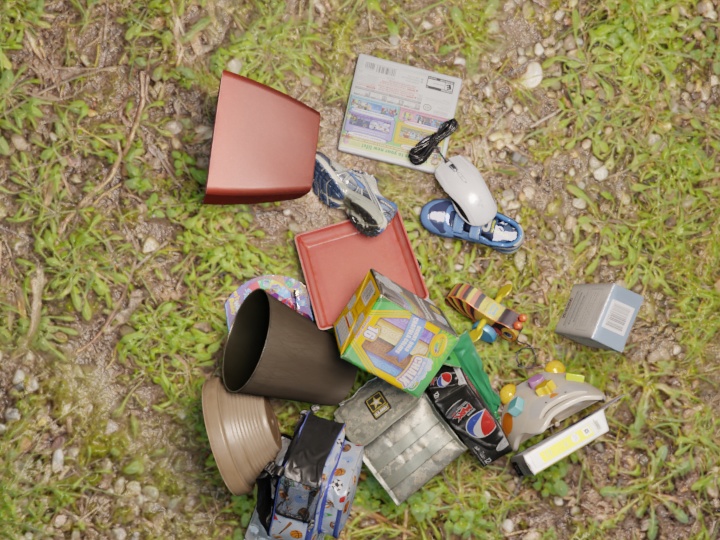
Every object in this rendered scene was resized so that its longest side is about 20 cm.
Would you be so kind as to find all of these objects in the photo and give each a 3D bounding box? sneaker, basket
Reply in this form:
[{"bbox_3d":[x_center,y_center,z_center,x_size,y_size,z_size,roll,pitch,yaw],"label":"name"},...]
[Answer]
[{"bbox_3d":[0.206,-0.085,1.414,0.198,0.082,0.075,14,89,-1],"label":"sneaker"},{"bbox_3d":[-0.015,-0.147,1.413,0.200,0.077,0.085,45,55,12],"label":"sneaker"},{"bbox_3d":[-0.114,0.148,1.333,0.199,0.135,0.182,25,58,-33],"label":"basket"}]

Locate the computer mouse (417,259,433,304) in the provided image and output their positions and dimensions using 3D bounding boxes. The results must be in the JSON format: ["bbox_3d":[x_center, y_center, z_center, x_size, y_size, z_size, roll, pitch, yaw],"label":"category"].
[{"bbox_3d":[0.114,0.088,1.415,0.109,0.044,0.201,-36,91,-4],"label":"computer mouse"}]

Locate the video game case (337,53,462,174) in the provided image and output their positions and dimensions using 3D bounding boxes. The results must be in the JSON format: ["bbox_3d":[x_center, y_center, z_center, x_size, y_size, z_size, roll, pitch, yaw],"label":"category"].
[{"bbox_3d":[0.073,-0.287,1.442,0.198,0.022,0.184,13,88,-4],"label":"video game case"}]

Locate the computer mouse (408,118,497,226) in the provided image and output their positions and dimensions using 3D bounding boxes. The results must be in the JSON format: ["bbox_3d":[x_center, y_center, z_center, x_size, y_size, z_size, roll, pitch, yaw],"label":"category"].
[{"bbox_3d":[0.174,-0.170,1.386,0.109,0.044,0.201,-33,72,-4],"label":"computer mouse"}]

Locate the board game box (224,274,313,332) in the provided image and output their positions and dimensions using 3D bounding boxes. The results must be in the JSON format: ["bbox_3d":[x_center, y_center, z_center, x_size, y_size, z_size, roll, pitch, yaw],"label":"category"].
[{"bbox_3d":[-0.161,0.109,1.408,0.156,0.039,0.202,-8,89,-3],"label":"board game box"}]

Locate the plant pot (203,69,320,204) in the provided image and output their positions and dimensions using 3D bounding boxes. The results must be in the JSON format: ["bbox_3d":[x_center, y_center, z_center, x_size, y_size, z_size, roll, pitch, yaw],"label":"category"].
[{"bbox_3d":[-0.170,-0.208,1.349,0.174,0.200,0.202,8,88,-12],"label":"plant pot"}]

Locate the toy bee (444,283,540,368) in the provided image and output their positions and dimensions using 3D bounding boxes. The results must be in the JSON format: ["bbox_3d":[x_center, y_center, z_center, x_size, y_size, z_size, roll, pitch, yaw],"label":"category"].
[{"bbox_3d":[0.252,0.082,1.396,0.198,0.109,0.132,18,69,-6],"label":"toy bee"}]

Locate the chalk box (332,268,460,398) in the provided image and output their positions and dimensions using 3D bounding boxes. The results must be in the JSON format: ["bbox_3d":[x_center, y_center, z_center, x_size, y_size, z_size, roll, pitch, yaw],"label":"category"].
[{"bbox_3d":[0.073,0.112,1.279,0.199,0.125,0.124,31,103,-17],"label":"chalk box"}]

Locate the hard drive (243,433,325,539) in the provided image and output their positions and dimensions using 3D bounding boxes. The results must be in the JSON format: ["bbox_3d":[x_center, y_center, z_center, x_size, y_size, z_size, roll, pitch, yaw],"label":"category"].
[{"bbox_3d":[-0.113,0.413,1.405,0.139,0.038,0.202,21,88,-2],"label":"hard drive"}]

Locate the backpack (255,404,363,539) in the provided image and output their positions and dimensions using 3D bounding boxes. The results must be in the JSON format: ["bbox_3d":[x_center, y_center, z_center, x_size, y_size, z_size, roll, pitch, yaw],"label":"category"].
[{"bbox_3d":[-0.081,0.359,1.297,0.153,0.200,0.192,25,119,7],"label":"backpack"}]

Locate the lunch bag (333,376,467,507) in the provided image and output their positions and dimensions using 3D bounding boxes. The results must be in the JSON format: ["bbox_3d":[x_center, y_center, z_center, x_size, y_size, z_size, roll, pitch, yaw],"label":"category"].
[{"bbox_3d":[0.067,0.278,1.381,0.164,0.118,0.201,-38,85,0],"label":"lunch bag"}]

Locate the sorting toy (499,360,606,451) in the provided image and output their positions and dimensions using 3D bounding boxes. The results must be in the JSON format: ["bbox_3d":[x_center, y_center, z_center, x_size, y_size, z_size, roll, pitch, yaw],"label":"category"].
[{"bbox_3d":[0.340,0.235,1.363,0.199,0.180,0.108,-27,90,-4],"label":"sorting toy"}]

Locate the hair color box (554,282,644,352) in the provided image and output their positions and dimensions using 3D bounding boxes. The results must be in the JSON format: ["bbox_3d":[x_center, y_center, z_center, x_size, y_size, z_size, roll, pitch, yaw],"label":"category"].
[{"bbox_3d":[0.411,0.079,1.361,0.060,0.200,0.100,24,87,-3],"label":"hair color box"}]

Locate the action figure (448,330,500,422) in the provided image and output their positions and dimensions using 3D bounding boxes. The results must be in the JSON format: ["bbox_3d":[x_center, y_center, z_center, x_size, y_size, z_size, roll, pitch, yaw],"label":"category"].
[{"bbox_3d":[0.192,0.206,1.397,0.118,0.055,0.200,-35,113,10],"label":"action figure"}]

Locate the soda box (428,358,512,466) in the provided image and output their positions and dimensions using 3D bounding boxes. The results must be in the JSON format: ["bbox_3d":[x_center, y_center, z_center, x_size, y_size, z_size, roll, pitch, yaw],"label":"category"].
[{"bbox_3d":[0.188,0.248,1.345,0.063,0.071,0.200,-31,124,8],"label":"soda box"}]

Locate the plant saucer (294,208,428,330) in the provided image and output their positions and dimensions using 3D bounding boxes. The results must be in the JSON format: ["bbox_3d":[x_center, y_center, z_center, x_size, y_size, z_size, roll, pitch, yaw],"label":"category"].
[{"bbox_3d":[0.000,0.000,1.388,0.198,0.037,0.201,-16,61,-4],"label":"plant saucer"}]

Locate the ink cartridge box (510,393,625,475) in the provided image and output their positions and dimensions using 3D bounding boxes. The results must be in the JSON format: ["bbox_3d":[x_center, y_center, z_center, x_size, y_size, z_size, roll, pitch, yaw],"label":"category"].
[{"bbox_3d":[0.363,0.291,1.354,0.199,0.198,0.047,-27,73,-3],"label":"ink cartridge box"}]

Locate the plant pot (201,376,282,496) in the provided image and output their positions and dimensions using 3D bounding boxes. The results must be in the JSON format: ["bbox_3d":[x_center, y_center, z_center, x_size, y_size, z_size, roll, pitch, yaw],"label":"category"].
[{"bbox_3d":[-0.191,0.268,1.320,0.092,0.201,0.203,-18,90,-1],"label":"plant pot"}]
